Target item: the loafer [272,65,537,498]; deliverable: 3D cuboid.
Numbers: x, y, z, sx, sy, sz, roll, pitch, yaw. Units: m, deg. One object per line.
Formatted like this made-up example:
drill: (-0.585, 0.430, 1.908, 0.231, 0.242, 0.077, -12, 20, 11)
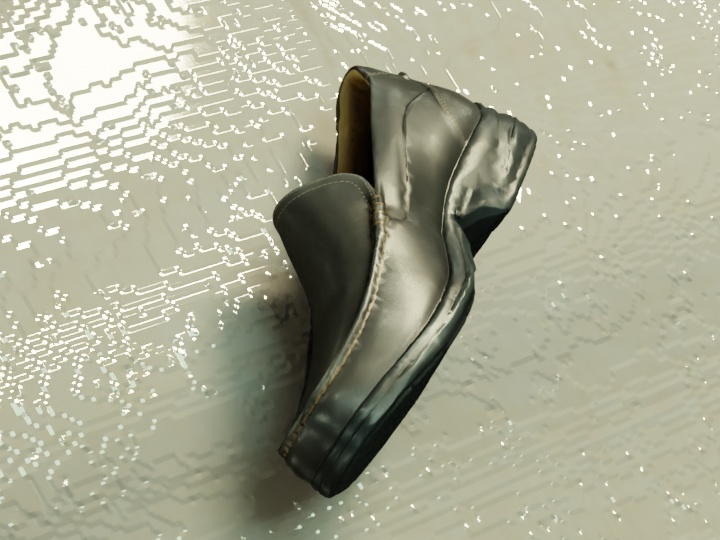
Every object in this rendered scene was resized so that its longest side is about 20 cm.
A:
loafer: (0.000, 0.000, 0.895, 0.072, 0.073, 0.200, 31, 35, -5)
